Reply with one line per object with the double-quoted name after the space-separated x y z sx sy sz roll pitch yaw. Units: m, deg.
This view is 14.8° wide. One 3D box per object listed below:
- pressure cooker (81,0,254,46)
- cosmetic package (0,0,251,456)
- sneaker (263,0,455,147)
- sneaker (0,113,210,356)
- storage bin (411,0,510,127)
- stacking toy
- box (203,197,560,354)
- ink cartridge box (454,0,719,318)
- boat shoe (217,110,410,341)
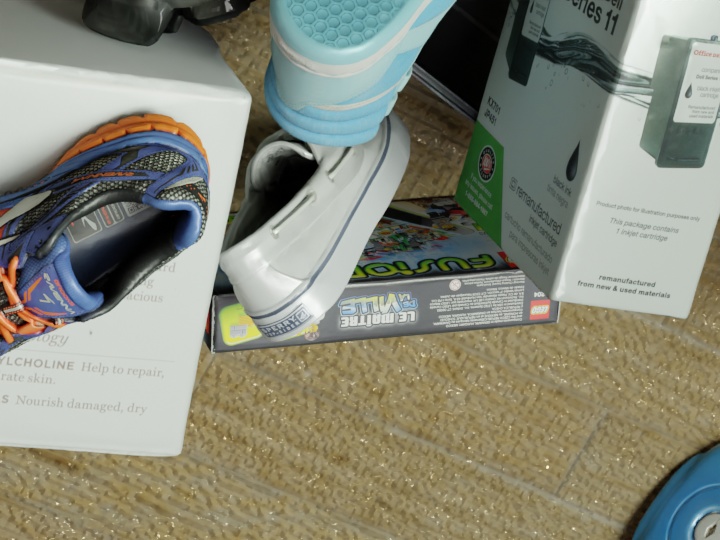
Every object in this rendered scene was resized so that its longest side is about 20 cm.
-0.093 -0.216 1.338 0.175 0.179 0.200 -29 162 6 "pressure cooker"
-0.168 -0.034 1.413 0.165 0.167 0.201 5 111 -20 "cosmetic package"
0.019 -0.142 1.389 0.200 0.079 0.131 -41 165 -28 "sneaker"
-0.155 -0.001 1.292 0.199 0.078 0.076 -35 118 -1 "sneaker"
0.102 -0.138 1.504 0.200 0.094 0.135 35 99 -28 "storage bin"
0.266 0.203 1.722 0.116 0.110 0.200 -54 131 -4 "stacking toy"
0.000 0.000 1.521 0.198 0.110 0.035 -5 115 -18 "box"
0.131 -0.098 1.397 0.082 0.147 0.201 8 109 -22 "ink cartridge box"
-0.026 -0.046 1.452 0.073 0.200 0.065 -28 113 25 "boat shoe"
